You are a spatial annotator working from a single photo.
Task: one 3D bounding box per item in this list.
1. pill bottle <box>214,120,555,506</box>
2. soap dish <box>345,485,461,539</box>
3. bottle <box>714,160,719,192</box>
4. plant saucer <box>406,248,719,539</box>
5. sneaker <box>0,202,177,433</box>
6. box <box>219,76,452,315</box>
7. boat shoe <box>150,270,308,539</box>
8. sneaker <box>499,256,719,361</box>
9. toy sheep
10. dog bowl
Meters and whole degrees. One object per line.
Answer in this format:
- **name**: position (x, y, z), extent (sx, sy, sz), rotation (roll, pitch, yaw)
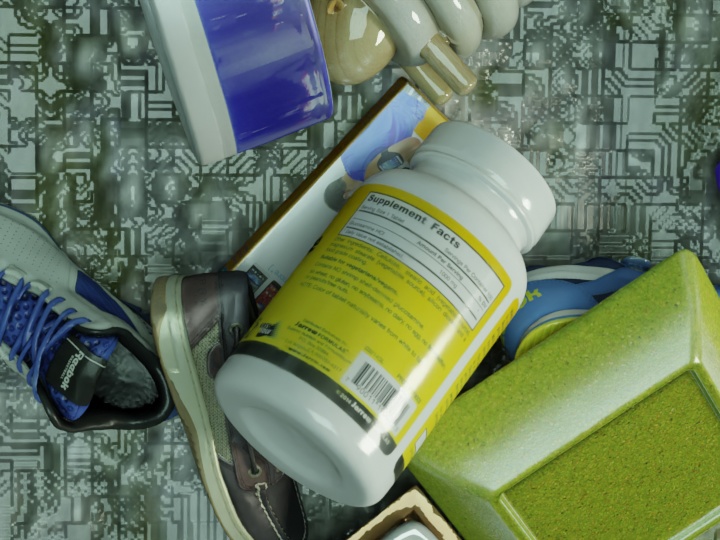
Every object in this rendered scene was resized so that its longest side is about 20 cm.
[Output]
- **pill bottle**: position (0.019, 0.019, 1.270), extent (0.112, 0.112, 0.200), rotation (41, 69, -10)
- **soap dish**: position (0.031, 0.246, 1.384), extent (0.157, 0.081, 0.200), rotation (-39, 100, 1)
- **bottle**: position (0.283, 0.008, 1.344), extent (0.065, 0.083, 0.201), rotation (-20, 79, -42)
- **plant saucer**: position (0.147, 0.111, 1.334), extent (0.199, 0.048, 0.200), rotation (-33, 135, 4)
- **sneaker**: position (-0.177, 0.029, 1.313), extent (0.199, 0.115, 0.081), rotation (31, 94, -9)
- **box**: position (0.000, 0.000, 1.364), extent (0.119, 0.041, 0.200), rotation (43, 91, -10)
- **boat shoe**: position (-0.062, 0.085, 1.330), extent (0.064, 0.072, 0.201), rotation (-12, 119, 15)
- **sneaker**: position (0.166, 0.029, 1.365), extent (0.199, 0.082, 0.074), rotation (5, 120, -28)
- **toy sheep**: position (0.046, -0.181, 1.297), extent (0.200, 0.138, 0.138), rotation (-45, 101, -12)
- **dog bowl**: position (-0.082, -0.163, 1.248), extent (0.078, 0.200, 0.202), rotation (-18, 100, -4)
